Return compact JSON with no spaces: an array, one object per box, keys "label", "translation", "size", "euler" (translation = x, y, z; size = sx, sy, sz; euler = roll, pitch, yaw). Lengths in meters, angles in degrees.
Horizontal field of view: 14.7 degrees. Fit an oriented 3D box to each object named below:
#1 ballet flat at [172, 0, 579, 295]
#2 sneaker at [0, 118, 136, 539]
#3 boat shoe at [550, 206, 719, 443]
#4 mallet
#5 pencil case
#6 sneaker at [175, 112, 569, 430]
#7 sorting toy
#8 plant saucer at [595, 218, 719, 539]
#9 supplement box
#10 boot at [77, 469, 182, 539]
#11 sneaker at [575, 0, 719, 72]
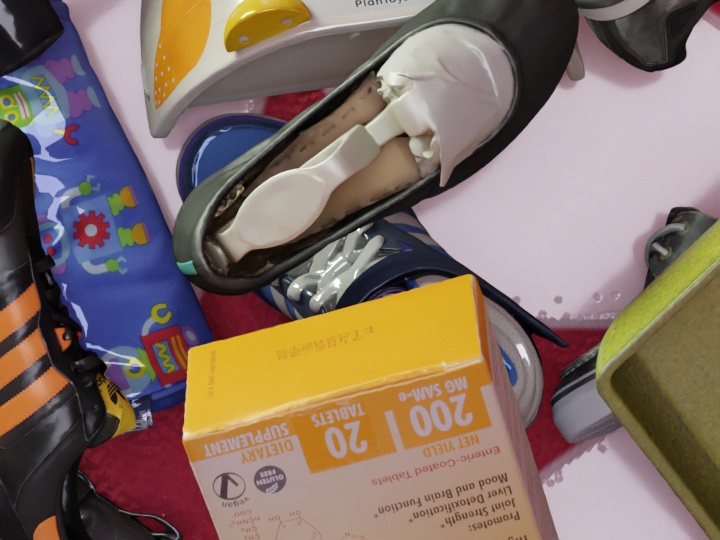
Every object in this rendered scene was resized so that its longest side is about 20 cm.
[{"label":"ballet flat","translation":[0.009,-0.051,1.149],"size":[0.200,0.068,0.068],"euler":[-38,96,6]},{"label":"sneaker","translation":[-0.136,0.037,1.184],"size":[0.090,0.070,0.200],"euler":[7,101,7]},{"label":"boat shoe","translation":[0.160,0.003,1.259],"size":[0.200,0.072,0.071],"euler":[-34,81,-11]},{"label":"mallet","translation":[-0.089,-0.152,1.195],"size":[0.200,0.041,0.066],"euler":[-27,97,-3]},{"label":"pencil case","translation":[-0.134,-0.021,1.246],"size":[0.087,0.078,0.200],"euler":[-23,88,-22]},{"label":"sneaker","translation":[0.000,0.000,1.212],"size":[0.200,0.146,0.081],"euler":[43,89,0]},{"label":"sorting toy","translation":[-0.009,-0.170,1.246],"size":[0.200,0.107,0.180],"euler":[-9,68,-7]},{"label":"plant saucer","translation":[0.201,0.024,1.203],"size":[0.200,0.048,0.200],"euler":[-42,132,-3]},{"label":"supplement box","translation":[0.016,0.115,1.146],"size":[0.126,0.074,0.200],"euler":[-16,118,7]},{"label":"boot","translation":[-0.202,0.131,1.249],"size":[0.200,0.069,0.174],"euler":[-41,89,-3]},{"label":"sneaker","translation":[0.153,-0.172,1.259],"size":[0.066,0.091,0.200],"euler":[12,62,37]}]
